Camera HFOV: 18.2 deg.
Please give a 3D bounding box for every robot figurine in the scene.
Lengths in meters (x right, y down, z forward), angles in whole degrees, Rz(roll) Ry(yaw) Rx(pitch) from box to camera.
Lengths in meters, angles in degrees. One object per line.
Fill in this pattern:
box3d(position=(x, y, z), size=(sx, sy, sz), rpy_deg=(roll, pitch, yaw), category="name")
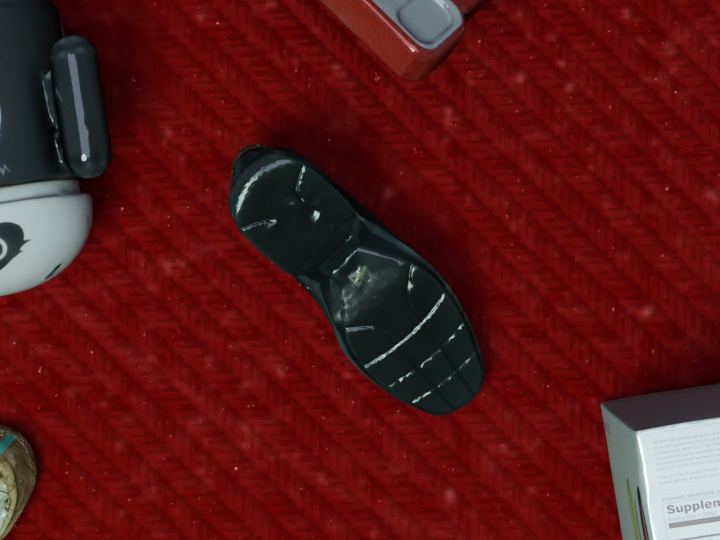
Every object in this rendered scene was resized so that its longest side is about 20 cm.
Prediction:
box3d(position=(-0.221, -0.085, 1.275), size=(0.124, 0.150, 0.201), rpy_deg=(-10, 90, -23), category="robot figurine")

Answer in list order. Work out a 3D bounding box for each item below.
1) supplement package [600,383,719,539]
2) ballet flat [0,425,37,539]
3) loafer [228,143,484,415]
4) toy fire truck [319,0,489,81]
box3d(position=(0.223, 0.121, 1.233), size=(0.155, 0.200, 0.112), rpy_deg=(-9, 90, 1), category="supplement package")
box3d(position=(-0.257, 0.180, 1.309), size=(0.070, 0.065, 0.201), rpy_deg=(27, 91, 0), category="ballet flat")
box3d(position=(0.000, 0.000, 1.301), size=(0.073, 0.072, 0.200), rpy_deg=(-38, 111, 5), category="loafer")
box3d(position=(0.005, -0.215, 1.240), size=(0.200, 0.112, 0.168), rpy_deg=(44, 49, 1), category="toy fire truck")
